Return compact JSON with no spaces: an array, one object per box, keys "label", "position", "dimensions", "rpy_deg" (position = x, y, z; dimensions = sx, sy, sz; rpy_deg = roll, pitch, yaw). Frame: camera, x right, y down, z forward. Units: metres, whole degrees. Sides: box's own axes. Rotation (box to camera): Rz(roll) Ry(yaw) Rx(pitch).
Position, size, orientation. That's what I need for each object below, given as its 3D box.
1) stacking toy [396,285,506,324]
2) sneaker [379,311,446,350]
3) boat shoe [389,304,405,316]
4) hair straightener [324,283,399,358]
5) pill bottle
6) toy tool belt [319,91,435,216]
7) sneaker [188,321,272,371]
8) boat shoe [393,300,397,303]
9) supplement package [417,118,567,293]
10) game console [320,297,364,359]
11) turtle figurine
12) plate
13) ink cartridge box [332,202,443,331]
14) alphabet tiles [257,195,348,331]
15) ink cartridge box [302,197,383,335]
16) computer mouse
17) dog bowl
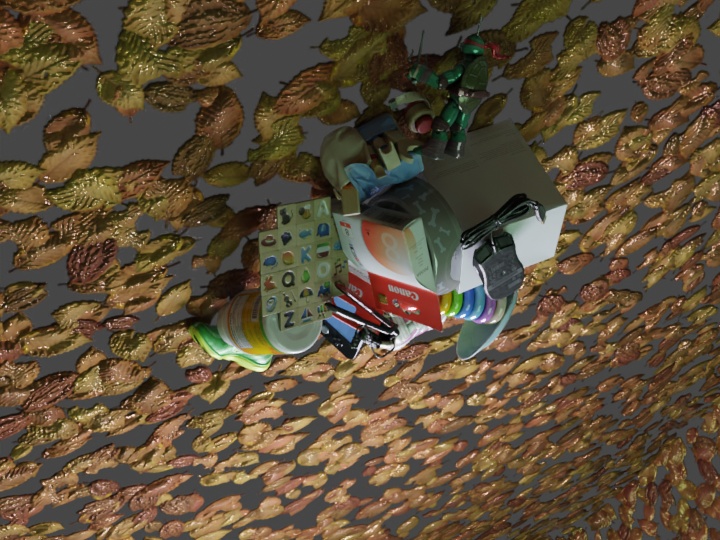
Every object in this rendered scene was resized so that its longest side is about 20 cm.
[{"label":"stacking toy","position":[0.152,0.047,1.591],"dimensions":[0.197,0.086,0.086],"rpy_deg":[4,137,-28]},{"label":"sneaker","position":[0.093,0.101,1.825],"dimensions":[0.200,0.082,0.088],"rpy_deg":[-43,164,29]},{"label":"boat shoe","position":[0.125,0.016,1.774],"dimensions":[0.199,0.063,0.072],"rpy_deg":[-37,147,14]},{"label":"hair straightener","position":[0.002,0.094,1.528],"dimensions":[0.078,0.041,0.200],"rpy_deg":[-58,141,-5]},{"label":"pill bottle","position":[-0.160,0.084,1.544],"dimensions":[0.110,0.113,0.199],"rpy_deg":[0,175,-36]},{"label":"toy tool belt","position":[0.042,-0.166,1.399],"dimensions":[0.198,0.124,0.125],"rpy_deg":[-28,148,0]},{"label":"sneaker","position":[-0.230,0.120,1.666],"dimensions":[0.199,0.074,0.084],"rpy_deg":[25,98,-49]},{"label":"boat shoe","position":[0.047,0.036,1.674],"dimensions":[0.199,0.073,0.065],"rpy_deg":[-29,-163,45]},{"label":"supplement package","position":[0.205,-0.108,1.530],"dimensions":[0.188,0.202,0.148],"rpy_deg":[-19,147,-11]},{"label":"game console","position":[-0.072,0.074,1.667],"dimensions":[0.118,0.170,0.201],"rpy_deg":[-36,160,-41]},{"label":"turtle figurine","position":[0.134,-0.262,1.311],"dimensions":[0.148,0.100,0.203],"rpy_deg":[-2,112,-39]},{"label":"plate","position":[0.243,0.081,1.714],"dimensions":[0.025,0.201,0.201],"rpy_deg":[30,126,-9]},{"label":"ink cartridge box","position":[0.042,0.000,1.429],"dimensions":[0.050,0.161,0.203],"rpy_deg":[-31,122,-34]},{"label":"alphabet tiles","position":[-0.086,-0.010,1.435],"dimensions":[0.164,0.006,0.204],"rpy_deg":[-15,115,-34]},{"label":"ink cartridge box","position":[0.000,0.000,1.538],"dimensions":[0.043,0.176,0.199],"rpy_deg":[-5,154,42]},{"label":"computer mouse","position":[0.226,-0.043,1.414],"dimensions":[0.139,0.046,0.200],"rpy_deg":[-34,142,2]},{"label":"dog bowl","position":[0.078,-0.045,1.459],"dimensions":[0.058,0.201,0.201],"rpy_deg":[-25,151,-31]}]
